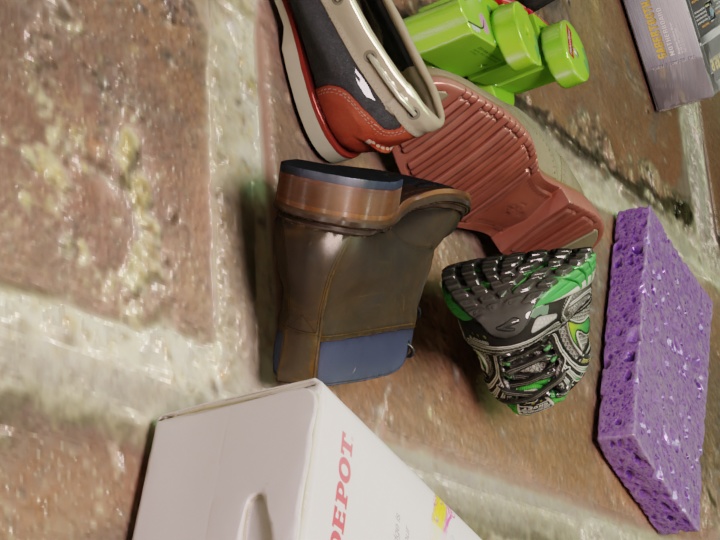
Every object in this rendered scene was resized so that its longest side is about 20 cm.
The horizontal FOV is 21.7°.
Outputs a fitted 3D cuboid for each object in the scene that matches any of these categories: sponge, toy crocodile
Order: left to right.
[{"bbox_3d":[0.076,-0.131,1.080,0.200,0.067,0.062,4,68,-63],"label":"toy crocodile"},{"bbox_3d":[0.196,0.063,1.245,0.112,0.030,0.200,52,36,-37],"label":"sponge"}]

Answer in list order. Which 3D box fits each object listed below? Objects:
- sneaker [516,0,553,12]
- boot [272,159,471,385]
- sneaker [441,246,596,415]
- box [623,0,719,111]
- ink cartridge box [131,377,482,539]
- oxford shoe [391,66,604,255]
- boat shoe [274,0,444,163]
[{"bbox_3d":[0.109,-0.241,1.209,0.087,0.074,0.200,42,36,-25],"label":"sneaker"},{"bbox_3d":[0.000,0.000,0.902,0.200,0.075,0.097,-2,103,-71],"label":"boot"},{"bbox_3d":[0.094,0.033,0.988,0.200,0.078,0.085,12,71,-76],"label":"sneaker"},{"bbox_3d":[0.256,-0.223,1.471,0.200,0.048,0.158,-36,109,-60],"label":"box"},{"bbox_3d":[-0.008,0.159,0.764,0.200,0.087,0.145,49,37,-43],"label":"ink cartridge box"},{"bbox_3d":[0.065,-0.066,1.045,0.200,0.071,0.074,40,23,-52],"label":"oxford shoe"},{"bbox_3d":[-0.015,-0.154,0.926,0.071,0.063,0.200,-22,96,-60],"label":"boat shoe"}]
